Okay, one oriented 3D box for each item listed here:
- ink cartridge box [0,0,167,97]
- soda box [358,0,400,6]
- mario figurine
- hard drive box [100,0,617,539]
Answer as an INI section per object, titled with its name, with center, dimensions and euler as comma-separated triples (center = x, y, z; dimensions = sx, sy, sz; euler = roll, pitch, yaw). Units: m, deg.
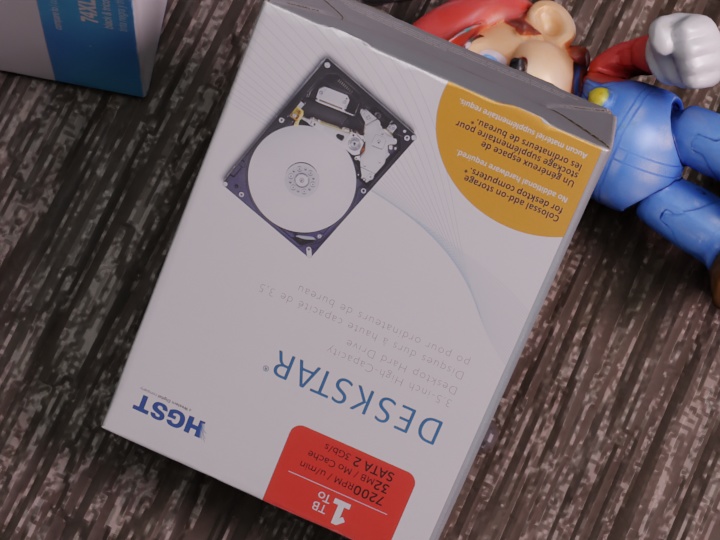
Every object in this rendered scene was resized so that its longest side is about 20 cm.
[ink cartridge box]
center = -0.180, -0.185, 0.965
dimensions = 0.198, 0.146, 0.148
euler = 10, 75, -1
[soda box]
center = 0.086, -0.180, 1.024
dimensions = 0.198, 0.071, 0.064
euler = -11, 77, -7
[mario figurine]
center = 0.098, -0.056, 0.962
dimensions = 0.199, 0.106, 0.124
euler = 28, 75, 19
[hard drive box]
center = 0.000, 0.000, 0.924
dimensions = 0.155, 0.077, 0.201
euler = 22, 107, 2
